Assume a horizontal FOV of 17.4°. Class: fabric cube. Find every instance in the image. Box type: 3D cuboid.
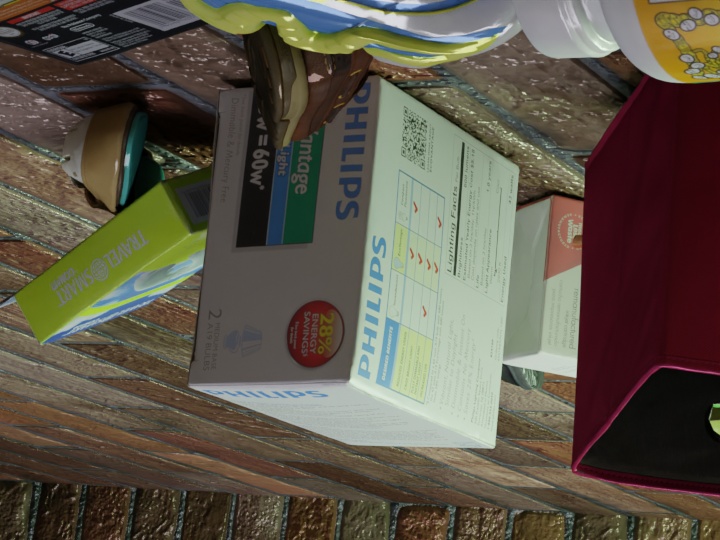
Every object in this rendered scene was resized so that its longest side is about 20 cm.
[{"bbox_3d":[0.235,0.006,1.329,0.195,0.201,0.200,7,157,-7],"label":"fabric cube"}]

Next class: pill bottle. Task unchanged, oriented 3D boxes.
[{"bbox_3d":[0.166,-0.136,0.983,0.199,0.114,0.113,-1,166,32],"label":"pill bottle"}]

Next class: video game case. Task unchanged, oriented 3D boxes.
[{"bbox_3d":[-0.181,-0.161,1.282,0.180,0.026,0.199,15,167,-34],"label":"video game case"}]

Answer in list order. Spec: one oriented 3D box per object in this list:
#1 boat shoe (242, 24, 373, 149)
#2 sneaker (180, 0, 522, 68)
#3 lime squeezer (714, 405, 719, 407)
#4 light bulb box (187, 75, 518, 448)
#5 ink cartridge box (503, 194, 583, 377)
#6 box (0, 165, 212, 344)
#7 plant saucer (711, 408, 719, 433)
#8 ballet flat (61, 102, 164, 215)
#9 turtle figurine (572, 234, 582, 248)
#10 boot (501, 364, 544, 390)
[{"bbox_3d":[-0.025,-0.112,1.303,0.067,0.073,0.200,-15,179,-5],"label":"boat shoe"},{"bbox_3d":[-0.015,-0.147,1.127,0.199,0.076,0.105,2,167,26],"label":"sneaker"},{"bbox_3d":[0.366,0.115,2.236,0.199,0.038,0.071,1,167,24],"label":"lime squeezer"},{"bbox_3d":[0.000,0.000,1.512,0.124,0.200,0.200,-3,164,30],"label":"light bulb box"},{"bbox_3d":[0.205,0.024,1.707,0.199,0.117,0.067,11,167,-24],"label":"ink cartridge box"},{"bbox_3d":[-0.151,-0.012,1.645,0.200,0.048,0.122,-33,172,38],"label":"box"},{"bbox_3d":[0.437,0.157,2.409,0.198,0.031,0.200,6,168,1],"label":"plant saucer"},{"bbox_3d":[-0.174,-0.070,1.603,0.063,0.069,0.200,12,168,3],"label":"ballet flat"},{"bbox_3d":[0.251,-0.029,1.529,0.199,0.065,0.161,-26,129,35],"label":"turtle figurine"},{"bbox_3d":[0.050,0.059,2.078,0.199,0.066,0.165,-2,157,22],"label":"boot"}]
